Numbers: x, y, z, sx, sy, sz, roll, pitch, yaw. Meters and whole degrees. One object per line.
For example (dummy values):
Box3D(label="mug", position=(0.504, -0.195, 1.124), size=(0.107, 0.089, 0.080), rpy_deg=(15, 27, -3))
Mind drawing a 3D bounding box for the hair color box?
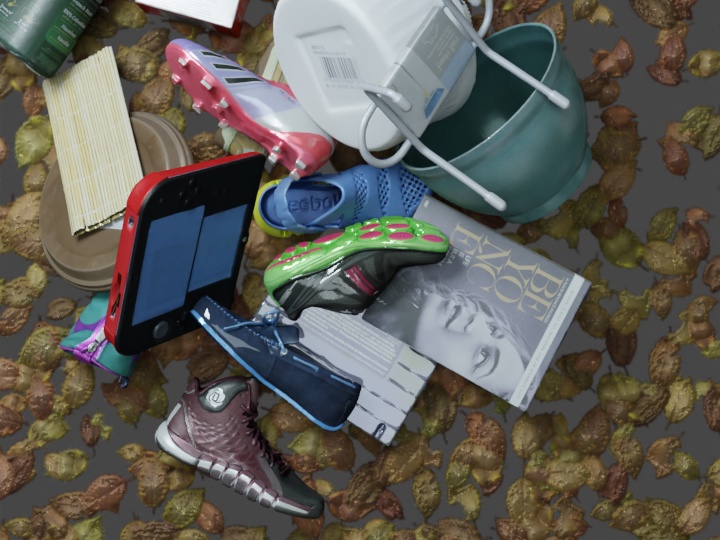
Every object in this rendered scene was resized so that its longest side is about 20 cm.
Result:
Box3D(label="hair color box", position=(-0.160, -0.364, 1.337), size=(0.110, 0.064, 0.202), rpy_deg=(15, 91, 1))

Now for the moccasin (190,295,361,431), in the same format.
Box3D(label="moccasin", position=(-0.086, 0.085, 1.306), size=(0.199, 0.080, 0.068), rpy_deg=(39, 87, -14))

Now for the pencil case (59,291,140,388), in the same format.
Box3D(label="pencil case", position=(-0.233, 0.017, 1.322), size=(0.085, 0.092, 0.201), rpy_deg=(30, 89, 0))

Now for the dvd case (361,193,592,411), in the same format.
Box3D(label="dvd case", position=(0.119, 0.032, 1.299), size=(0.199, 0.016, 0.150), rpy_deg=(29, 95, 13))

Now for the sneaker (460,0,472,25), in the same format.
Box3D(label="sneaker", position=(0.043, -0.253, 1.288), size=(0.128, 0.080, 0.201), rpy_deg=(-12, 57, -1))

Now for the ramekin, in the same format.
Box3D(label="ramekin", position=(0.007, -0.214, 1.213), size=(0.098, 0.200, 0.201), rpy_deg=(-39, 89, -30))

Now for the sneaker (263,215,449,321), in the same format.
Box3D(label="sneaker", position=(0.000, 0.000, 1.300), size=(0.198, 0.077, 0.085), rpy_deg=(-15, 112, 15))

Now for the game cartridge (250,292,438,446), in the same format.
Box3D(label="game cartridge", position=(-0.020, 0.082, 1.350), size=(0.199, 0.038, 0.130), rpy_deg=(32, 86, 1))

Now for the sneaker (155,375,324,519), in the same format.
Box3D(label="sneaker", position=(-0.111, 0.177, 1.331), size=(0.198, 0.076, 0.116), rpy_deg=(26, 87, 1))

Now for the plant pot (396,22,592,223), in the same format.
Box3D(label="plant pot", position=(0.154, -0.134, 1.283), size=(0.200, 0.200, 0.134), rpy_deg=(-45, 116, 0))

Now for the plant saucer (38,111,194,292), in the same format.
Box3D(label="plant saucer", position=(-0.261, -0.077, 1.304), size=(0.198, 0.029, 0.202), rpy_deg=(-9, 69, 25))

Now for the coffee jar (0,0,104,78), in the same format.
Box3D(label="coffee jar", position=(-0.312, -0.311, 1.321), size=(0.104, 0.085, 0.201), rpy_deg=(38, 91, 24))

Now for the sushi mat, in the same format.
Box3D(label="sushi mat", position=(-0.280, -0.137, 1.309), size=(0.095, 0.012, 0.202), rpy_deg=(-25, 62, 14))

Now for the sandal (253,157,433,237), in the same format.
Box3D(label="sandal", position=(-0.017, -0.075, 1.324), size=(0.198, 0.087, 0.080), rpy_deg=(-13, 88, -1))

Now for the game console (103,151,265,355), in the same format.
Box3D(label="game console", position=(-0.174, -0.017, 1.256), size=(0.031, 0.176, 0.202), rpy_deg=(34, 122, 30))

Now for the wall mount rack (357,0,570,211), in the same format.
Box3D(label="wall mount rack", position=(0.094, -0.157, 1.127), size=(0.174, 0.074, 0.201), rpy_deg=(40, 80, -39))

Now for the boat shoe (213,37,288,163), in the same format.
Box3D(label="boat shoe", position=(-0.074, -0.201, 1.334), size=(0.076, 0.072, 0.201), rpy_deg=(34, 102, 2))

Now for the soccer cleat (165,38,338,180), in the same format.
Box3D(label="soccer cleat", position=(-0.110, -0.176, 1.284), size=(0.199, 0.067, 0.077), rpy_deg=(38, 64, -2))
